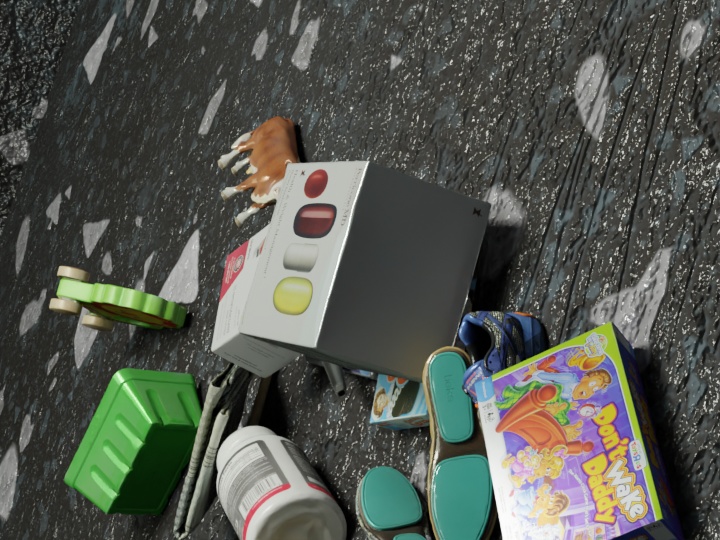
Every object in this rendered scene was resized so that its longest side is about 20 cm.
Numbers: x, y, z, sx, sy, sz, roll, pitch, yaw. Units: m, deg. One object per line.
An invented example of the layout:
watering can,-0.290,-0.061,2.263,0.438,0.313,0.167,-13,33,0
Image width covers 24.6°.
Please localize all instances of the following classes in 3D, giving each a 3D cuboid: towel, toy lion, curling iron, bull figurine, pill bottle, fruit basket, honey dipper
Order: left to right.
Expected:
toy lion,-0.339,0.053,2.407,0.200,0.192,0.069,47,-125,-72
fruit basket,-0.313,0.212,2.274,0.216,0.155,0.216,-11,75,47
towel,-0.167,0.203,1.990,0.193,0.035,0.200,-50,-24,-74
honey dipper,-0.131,0.182,2.032,0.038,0.038,0.200,-10,64,62
bull figurine,-0.121,-0.127,2.158,0.121,0.065,0.200,-26,33,13
pill bottle,-0.096,0.250,1.828,0.111,0.111,0.200,-66,26,12
curling iron,-0.042,0.094,1.863,0.050,0.026,0.200,-59,26,11

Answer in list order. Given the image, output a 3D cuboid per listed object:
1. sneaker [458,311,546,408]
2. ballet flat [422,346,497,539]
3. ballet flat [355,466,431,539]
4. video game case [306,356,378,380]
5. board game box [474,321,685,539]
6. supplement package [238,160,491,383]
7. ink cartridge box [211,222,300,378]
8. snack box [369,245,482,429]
sneaker,0.128,0.116,1.499,0.075,0.078,0.200,-54,31,35
ballet flat,0.097,0.172,1.550,0.063,0.069,0.200,47,-141,-72
ballet flat,0.037,0.270,1.604,0.072,0.072,0.200,-63,26,18
video game case,0.009,0.018,1.871,0.182,0.023,0.200,7,79,65
board game box,0.175,0.154,1.354,0.134,0.045,0.200,-27,44,19
supplement package,0.000,0.000,1.666,0.200,0.147,0.191,5,78,64
ink cartridge box,-0.073,0.011,1.875,0.200,0.083,0.145,-35,36,41
snack box,0.068,0.061,1.705,0.116,0.037,0.200,-19,57,60
